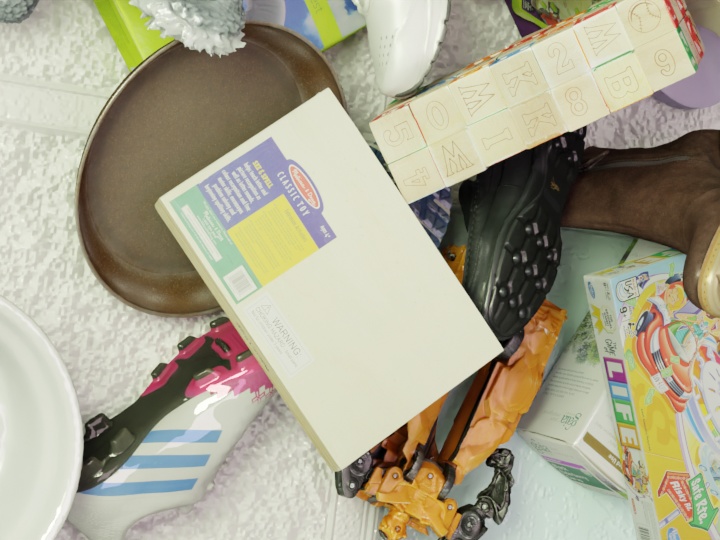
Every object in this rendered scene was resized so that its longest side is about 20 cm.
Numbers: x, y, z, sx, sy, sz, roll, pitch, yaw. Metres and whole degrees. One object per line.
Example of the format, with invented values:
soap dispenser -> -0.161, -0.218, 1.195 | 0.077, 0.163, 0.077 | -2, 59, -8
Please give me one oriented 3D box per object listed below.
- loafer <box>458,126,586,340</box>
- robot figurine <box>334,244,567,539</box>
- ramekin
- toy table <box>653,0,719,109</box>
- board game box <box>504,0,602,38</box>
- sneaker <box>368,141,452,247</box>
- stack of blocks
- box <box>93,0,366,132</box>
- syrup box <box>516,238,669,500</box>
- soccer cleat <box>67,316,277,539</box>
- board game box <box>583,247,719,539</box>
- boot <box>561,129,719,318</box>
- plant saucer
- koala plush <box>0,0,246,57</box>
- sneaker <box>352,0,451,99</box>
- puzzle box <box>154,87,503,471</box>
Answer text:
loafer -> 0.099, -0.038, 1.252 | 0.068, 0.070, 0.202 | 47, 48, -39
robot figurine -> 0.058, 0.093, 1.275 | 0.144, 0.058, 0.201 | 32, 78, -24
ramekin -> -0.272, 0.099, 1.090 | 0.199, 0.098, 0.202 | -2, 94, -27
toy table -> 0.253, -0.218, 1.322 | 0.183, 0.117, 0.201 | -29, 104, -22
board game box -> 0.133, -0.213, 1.260 | 0.032, 0.120, 0.201 | -34, 107, -24
sneaker -> 0.000, 0.000, 1.234 | 0.077, 0.085, 0.201 | 27, 58, -21
stack of blocks -> 0.114, -0.118, 1.182 | 0.199, 0.115, 0.059 | -24, 98, 17
box -> -0.068, -0.187, 1.203 | 0.199, 0.048, 0.123 | -32, 107, -20
syrup box -> 0.206, 0.060, 1.334 | 0.081, 0.079, 0.201 | 38, 76, -23
soccer cleat -> -0.107, 0.102, 1.196 | 0.199, 0.070, 0.087 | -36, 123, -18
board game box -> 0.236, 0.083, 1.286 | 0.134, 0.034, 0.202 | -18, 101, -25
boot -> 0.201, -0.030, 1.246 | 0.200, 0.165, 0.073 | -52, 131, -48
plant saucer -> -0.096, -0.066, 1.169 | 0.199, 0.032, 0.202 | -20, 126, -29
koala plush -> -0.140, -0.215, 1.060 | 0.199, 0.184, 0.179 | 21, 85, -3
sneaker -> 0.006, -0.207, 1.181 | 0.086, 0.074, 0.202 | -4, 84, -21
puzzle box -> -0.018, 0.004, 1.148 | 0.133, 0.025, 0.201 | -34, 90, -17
